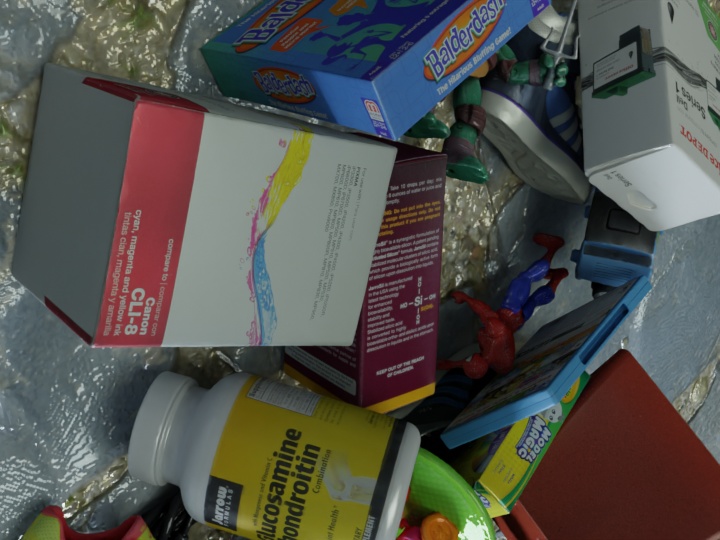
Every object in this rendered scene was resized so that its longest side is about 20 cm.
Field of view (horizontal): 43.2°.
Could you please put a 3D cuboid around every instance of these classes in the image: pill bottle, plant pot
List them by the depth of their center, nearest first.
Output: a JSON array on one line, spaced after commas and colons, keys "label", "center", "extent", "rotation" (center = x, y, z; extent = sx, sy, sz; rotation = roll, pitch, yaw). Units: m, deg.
[{"label": "pill bottle", "center": [-0.062, 0.141, 0.665], "extent": [0.112, 0.197, 0.114], "rotation": [15, 90, -84]}, {"label": "plant pot", "center": [0.239, 0.232, 0.935], "extent": [0.175, 0.201, 0.200], "rotation": [-32, 165, -15]}]

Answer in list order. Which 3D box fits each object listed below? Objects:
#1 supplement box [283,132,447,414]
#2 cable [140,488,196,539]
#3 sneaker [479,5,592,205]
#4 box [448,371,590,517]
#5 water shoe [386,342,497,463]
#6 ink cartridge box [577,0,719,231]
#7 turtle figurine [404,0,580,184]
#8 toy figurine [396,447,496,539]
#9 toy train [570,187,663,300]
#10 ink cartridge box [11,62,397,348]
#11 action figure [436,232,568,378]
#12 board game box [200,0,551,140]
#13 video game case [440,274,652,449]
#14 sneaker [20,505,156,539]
[{"label": "supplement box", "center": [0.000, 0.000, 0.730], "extent": [0.085, 0.110, 0.203], "rotation": [-13, 114, -37]}, {"label": "cable", "center": [-0.129, 0.253, 0.748], "extent": [0.199, 0.051, 0.165], "rotation": [-32, 120, -27]}, {"label": "sneaker", "center": [0.187, -0.165, 0.853], "extent": [0.199, 0.080, 0.148], "rotation": [34, 82, -43]}, {"label": "box", "center": [0.133, 0.171, 0.876], "extent": [0.048, 0.117, 0.200], "rotation": [45, 58, -2]}, {"label": "water shoe", "center": [0.090, 0.147, 0.883], "extent": [0.199, 0.078, 0.072], "rotation": [-36, 126, -26]}, {"label": "ink cartridge box", "center": [0.262, -0.157, 0.804], "extent": [0.145, 0.084, 0.203], "rotation": [24, 60, -43]}, {"label": "turtle figurine", "center": [0.098, -0.182, 0.734], "extent": [0.149, 0.100, 0.202], "rotation": [29, 74, -24]}, {"label": "toy figurine", "center": [-0.016, 0.234, 0.732], "extent": [0.184, 0.200, 0.151], "rotation": [-42, 172, -40]}, {"label": "toy train", "center": [0.268, -0.067, 0.914], "extent": [0.115, 0.085, 0.202], "rotation": [74, 32, -65]}, {"label": "ink cartridge box", "center": [-0.102, -0.039, 0.604], "extent": [0.198, 0.145, 0.147], "rotation": [4, 104, -41]}, {"label": "action figure", "center": [0.128, 0.039, 0.897], "extent": [0.200, 0.098, 0.066], "rotation": [-50, 132, -45]}, {"label": "board game box", "center": [0.003, -0.164, 0.613], "extent": [0.152, 0.199, 0.045], "rotation": [-43, 128, -21]}, {"label": "video game case", "center": [0.170, 0.082, 0.826], "extent": [0.018, 0.143, 0.199], "rotation": [53, 48, 0]}, {"label": "sneaker", "center": [-0.161, 0.230, 0.667], "extent": [0.198, 0.078, 0.091], "rotation": [22, 83, -20]}]
